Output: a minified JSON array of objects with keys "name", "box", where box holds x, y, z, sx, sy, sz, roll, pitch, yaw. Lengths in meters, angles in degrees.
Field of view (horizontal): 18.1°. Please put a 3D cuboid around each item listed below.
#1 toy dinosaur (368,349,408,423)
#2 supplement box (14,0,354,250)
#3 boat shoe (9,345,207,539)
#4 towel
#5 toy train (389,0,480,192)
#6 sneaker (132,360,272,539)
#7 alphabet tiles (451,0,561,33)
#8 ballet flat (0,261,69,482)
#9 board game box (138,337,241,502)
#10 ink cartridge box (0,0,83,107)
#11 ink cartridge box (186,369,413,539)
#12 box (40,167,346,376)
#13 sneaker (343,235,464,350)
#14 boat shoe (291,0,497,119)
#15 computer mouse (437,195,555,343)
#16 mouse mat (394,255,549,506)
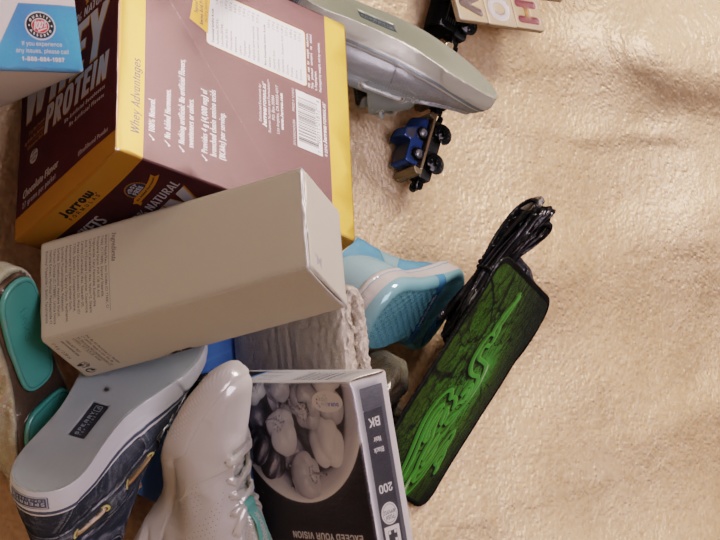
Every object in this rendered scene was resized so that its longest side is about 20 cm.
[{"name":"toy dinosaur","box":[-0.002,0.092,1.717,0.102,0.200,0.077,-35,76,-16]},{"name":"supplement box","box":[-0.125,-0.101,1.616,0.200,0.133,0.198,21,51,-32]},{"name":"boat shoe","box":[-0.171,0.123,1.566,0.200,0.071,0.091,-48,146,-42]},{"name":"towel","box":[-0.035,0.113,1.643,0.034,0.132,0.201,-3,87,-42]},{"name":"toy train","box":[0.061,-0.158,1.886,0.046,0.034,0.201,27,64,-29]},{"name":"sneaker","box":[-0.095,0.156,1.572,0.088,0.200,0.075,30,32,19]},{"name":"alphabet tiles","box":[0.098,-0.299,1.940,0.167,0.008,0.201,3,67,-40]},{"name":"ballet flat","box":[-0.238,0.082,1.562,0.067,0.062,0.201,-37,127,-48]},{"name":"board game box","box":[-0.140,0.074,1.667,0.158,0.039,0.201,-25,103,-45]},{"name":"ink cartridge box","box":[-0.294,-0.217,1.528,0.146,0.146,0.201,-2,81,-39]},{"name":"ink cartridge box","box":[-0.040,0.169,1.585,0.043,0.198,0.201,-15,97,-39]},{"name":"box","box":[-0.114,0.003,1.520,0.068,0.199,0.082,49,32,-55]},{"name":"sneaker","box":[0.000,0.000,1.775,0.080,0.130,0.200,-59,162,7]},{"name":"boat shoe","box":[0.014,-0.164,1.823,0.200,0.072,0.070,23,25,-24]},{"name":"computer mouse","box":[0.104,0.022,1.816,0.053,0.200,0.139,34,77,19]},{"name":"mouse mat","box":[0.079,0.089,1.756,0.200,0.008,0.161,-57,157,-2]}]
